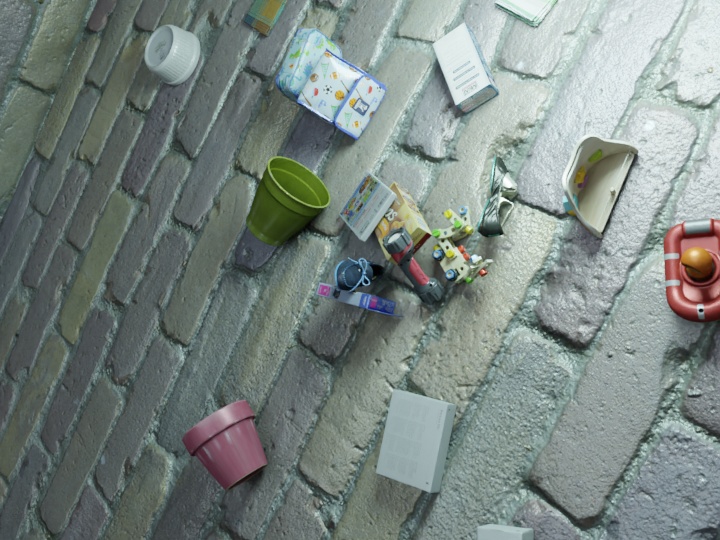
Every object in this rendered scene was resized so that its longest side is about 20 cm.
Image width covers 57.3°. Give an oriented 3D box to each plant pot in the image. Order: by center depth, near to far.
[{"bbox_3d":[-0.347,0.476,1.762,0.200,0.200,0.179,-39,75,21],"label":"plant pot"},{"bbox_3d":[-0.219,-0.177,1.837,0.193,0.200,0.201,-50,55,28],"label":"plant pot"}]

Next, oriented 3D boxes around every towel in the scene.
[{"bbox_3d":[0.434,-0.706,1.596,0.200,0.031,0.149,-53,56,12],"label":"towel"},{"bbox_3d":[-0.293,-0.878,2.158,0.147,0.022,0.200,42,105,36],"label":"towel"}]

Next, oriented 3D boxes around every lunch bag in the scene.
[{"bbox_3d":[-0.049,-0.477,1.800,0.200,0.124,0.170,32,99,-7],"label":"lunch bag"},{"bbox_3d":[-0.144,-0.573,1.890,0.082,0.160,0.201,20,88,42],"label":"lunch bag"}]

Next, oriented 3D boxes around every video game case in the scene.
[{"bbox_3d":[0.015,-0.169,1.709,0.143,0.018,0.200,-55,29,10],"label":"video game case"}]

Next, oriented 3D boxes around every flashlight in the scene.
[{"bbox_3d":[0.129,-0.010,1.539,0.068,0.200,0.068,-45,25,-13],"label":"flashlight"}]

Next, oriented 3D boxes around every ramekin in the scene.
[{"bbox_3d":[-0.676,-0.774,2.347,0.199,0.105,0.201,-9,73,33],"label":"ramekin"}]

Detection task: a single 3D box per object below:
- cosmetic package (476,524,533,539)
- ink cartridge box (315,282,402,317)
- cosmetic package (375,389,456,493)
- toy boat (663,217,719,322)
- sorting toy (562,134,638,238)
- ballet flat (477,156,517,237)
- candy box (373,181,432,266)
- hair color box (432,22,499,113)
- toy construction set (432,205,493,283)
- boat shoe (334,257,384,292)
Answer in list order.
[{"bbox_3d":[0.294,0.626,1.334,0.101,0.071,0.201,-7,75,34],"label":"cosmetic package"},{"bbox_3d":[0.000,0.074,1.649,0.199,0.119,0.042,16,89,37],"label":"ink cartridge box"},{"bbox_3d":[0.128,0.390,1.523,0.150,0.052,0.201,8,83,38],"label":"cosmetic package"},{"bbox_3d":[0.627,-0.006,1.221,0.130,0.131,0.201,-6,75,34],"label":"toy boat"},{"bbox_3d":[0.465,-0.192,1.352,0.107,0.180,0.201,24,92,36],"label":"sorting toy"},{"bbox_3d":[0.322,-0.166,1.517,0.068,0.068,0.201,10,76,19],"label":"ballet flat"},{"bbox_3d":[0.092,-0.116,1.632,0.115,0.055,0.200,-47,37,22],"label":"candy box"},{"bbox_3d":[0.261,-0.505,1.648,0.100,0.060,0.201,-28,63,27],"label":"hair color box"},{"bbox_3d":[0.237,-0.047,1.539,0.131,0.092,0.200,-39,48,21],"label":"toy construction set"},{"bbox_3d":[0.000,0.000,1.621,0.068,0.200,0.085,-4,102,24],"label":"boat shoe"}]
